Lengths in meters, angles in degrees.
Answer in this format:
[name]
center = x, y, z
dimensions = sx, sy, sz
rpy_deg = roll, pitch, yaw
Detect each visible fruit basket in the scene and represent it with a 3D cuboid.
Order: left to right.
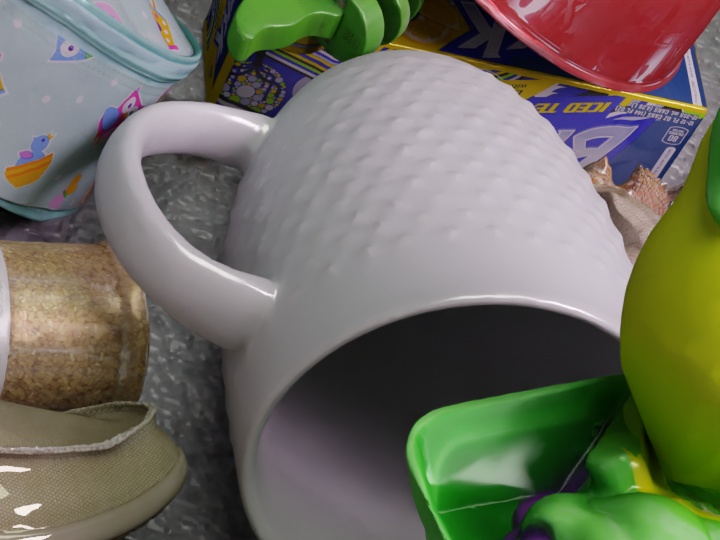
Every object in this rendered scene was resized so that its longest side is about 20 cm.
[fruit basket]
center = 0.121, 0.057, 0.603
dimensions = 0.215, 0.216, 0.156
rpy_deg = -2, 46, -27

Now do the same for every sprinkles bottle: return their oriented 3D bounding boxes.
[sprinkles bottle]
center = -0.173, 0.019, 0.766
dimensions = 0.199, 0.068, 0.068
rpy_deg = 2, 50, -24

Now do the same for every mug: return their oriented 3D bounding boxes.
[mug]
center = 0.000, 0.000, 0.805
dimensions = 0.199, 0.148, 0.176
rpy_deg = 19, 34, -24

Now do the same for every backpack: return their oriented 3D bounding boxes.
[backpack]
center = -0.148, -0.118, 0.827
dimensions = 0.200, 0.153, 0.176
rpy_deg = 49, 8, 9

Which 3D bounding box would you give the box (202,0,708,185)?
[box]
center = 0.039, -0.086, 0.960
dimensions = 0.199, 0.070, 0.064
rpy_deg = 10, 50, -18

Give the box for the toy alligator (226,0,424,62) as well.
[toy alligator]
center = 0.013, -0.134, 0.897
dimensions = 0.054, 0.059, 0.200
rpy_deg = 32, 49, 2

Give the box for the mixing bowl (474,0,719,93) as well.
[mixing bowl]
center = 0.096, -0.181, 0.897
dimensions = 0.200, 0.108, 0.201
rpy_deg = 32, 38, -29

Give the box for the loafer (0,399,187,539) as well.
[loafer]
center = -0.146, 0.055, 0.709
dimensions = 0.199, 0.076, 0.069
rpy_deg = -4, 97, -29

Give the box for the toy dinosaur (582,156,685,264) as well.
[toy dinosaur]
center = 0.130, 0.029, 0.898
dimensions = 0.086, 0.136, 0.201
rpy_deg = -16, 82, -11

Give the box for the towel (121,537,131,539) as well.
[towel]
center = -0.038, 0.157, 0.723
dimensions = 0.199, 0.022, 0.147
rpy_deg = 16, 44, 3
